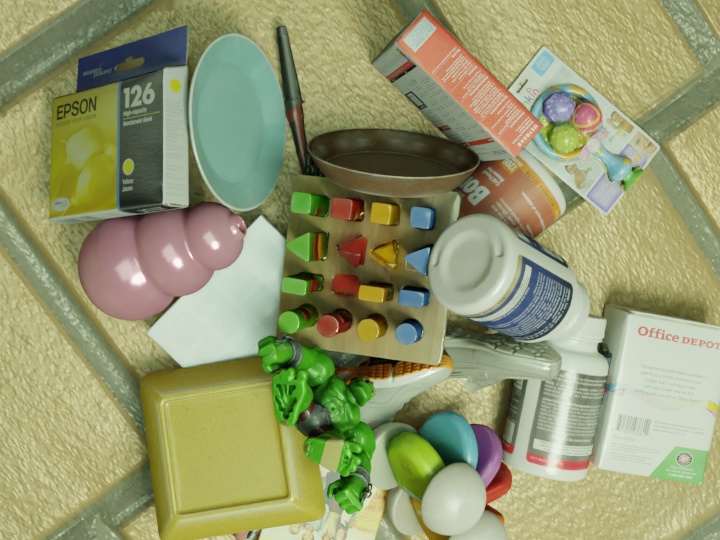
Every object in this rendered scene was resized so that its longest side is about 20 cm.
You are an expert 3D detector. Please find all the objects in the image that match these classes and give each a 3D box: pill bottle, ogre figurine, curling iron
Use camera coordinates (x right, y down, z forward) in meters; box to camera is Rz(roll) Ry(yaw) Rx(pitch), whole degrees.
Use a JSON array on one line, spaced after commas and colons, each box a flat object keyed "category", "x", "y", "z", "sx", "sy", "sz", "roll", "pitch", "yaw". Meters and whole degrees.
[{"category": "pill bottle", "x": 0.140, "y": -0.052, "z": 1.180, "sx": 0.200, "sy": 0.112, "sz": 0.112, "roll": -40, "pitch": 98, "yaw": -2}, {"category": "pill bottle", "x": 0.175, "y": 0.019, "z": 1.098, "sx": 0.200, "sy": 0.111, "sz": 0.111, "roll": 24, "pitch": 92, "yaw": -45}, {"category": "ogre figurine", "x": -0.040, "y": 0.156, "z": 1.079, "sx": 0.200, "sy": 0.120, "sz": 0.098, "roll": 42, "pitch": 108, "yaw": 6}, {"category": "pill bottle", "x": 0.245, "y": 0.149, "z": 1.209, "sx": 0.110, "sy": 0.111, "sz": 0.201, "roll": 10, "pitch": 94, "yaw": -7}, {"category": "curling iron", "x": -0.071, "y": -0.198, "z": 1.185, "sx": 0.049, "sy": 0.026, "sz": 0.201, "roll": -12, "pitch": 93, "yaw": 32}]

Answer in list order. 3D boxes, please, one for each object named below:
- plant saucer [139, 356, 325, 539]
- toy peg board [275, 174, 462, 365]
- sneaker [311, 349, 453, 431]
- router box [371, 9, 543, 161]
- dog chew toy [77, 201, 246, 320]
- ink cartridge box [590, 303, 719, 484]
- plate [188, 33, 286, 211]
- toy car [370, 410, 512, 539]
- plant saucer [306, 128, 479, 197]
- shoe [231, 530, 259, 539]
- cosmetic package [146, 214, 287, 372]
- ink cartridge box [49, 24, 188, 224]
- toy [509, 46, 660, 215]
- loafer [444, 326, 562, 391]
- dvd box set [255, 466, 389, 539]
[{"category": "plant saucer", "x": -0.153, "y": 0.205, "z": 1.127, "sx": 0.199, "sy": 0.048, "sz": 0.201, "roll": -9, "pitch": 84, "yaw": 1}, {"category": "toy peg board", "x": 0.000, "y": 0.000, "z": 1.098, "sx": 0.198, "sy": 0.098, "sz": 0.201, "roll": 7, "pitch": 94, "yaw": 12}, {"category": "sneaker", "x": 0.029, "y": 0.153, "z": 1.194, "sx": 0.199, "sy": 0.076, "sz": 0.092, "roll": -20, "pitch": 115, "yaw": 22}, {"category": "router box", "x": 0.104, "y": -0.204, "z": 1.121, "sx": 0.179, "sy": 0.200, "sz": 0.049, "roll": 42, "pitch": 89, "yaw": -9}, {"category": "dog chew toy", "x": -0.222, "y": -0.019, "z": 1.118, "sx": 0.199, "sy": 0.125, "sz": 0.125, "roll": -19, "pitch": 97, "yaw": 17}, {"category": "ink cartridge box", "x": 0.371, "y": 0.154, "z": 1.236, "sx": 0.145, "sy": 0.088, "sz": 0.201, "roll": 10, "pitch": 95, "yaw": -8}, {"category": "plate", "x": -0.144, "y": -0.168, "z": 1.115, "sx": 0.025, "sy": 0.200, "sz": 0.201, "roll": 1, "pitch": 95, "yaw": 25}, {"category": "toy car", "x": 0.110, "y": 0.250, "z": 1.158, "sx": 0.150, "sy": 0.175, "sz": 0.200, "roll": -39, "pitch": 124, "yaw": -19}, {"category": "plant saucer", "x": 0.037, "y": -0.123, "z": 1.127, "sx": 0.199, "sy": 0.200, "sz": 0.035, "roll": 2, "pitch": 112, "yaw": -7}, {"category": "shoe", "x": -0.115, "y": 0.232, "z": 1.183, "sx": 0.091, "sy": 0.071, "sz": 0.200, "roll": 37, "pitch": 95, "yaw": 18}, {"category": "cosmetic package", "x": -0.136, "y": 0.054, "z": 1.189, "sx": 0.151, "sy": 0.052, "sz": 0.200, "roll": 45, "pitch": 89, "yaw": -6}, {"category": "ink cartridge box", "x": -0.271, "y": -0.160, "z": 1.085, "sx": 0.197, "sy": 0.047, "sz": 0.201, "roll": -5, "pitch": 86, "yaw": 38}, {"category": "toy", "x": 0.274, "y": -0.175, "z": 1.218, "sx": 0.200, "sy": 0.047, "sz": 0.115, "roll": 39, "pitch": 88, "yaw": -8}, {"category": "loafer", "x": 0.148, "y": 0.112, "z": 1.182, "sx": 0.199, "sy": 0.070, "sz": 0.070, "roll": 7, "pitch": 108, "yaw": 34}, {"category": "dvd box set", "x": -0.050, "y": 0.316, "z": 1.231, "sx": 0.146, "sy": 0.029, "sz": 0.201, "roll": 17, "pitch": 92, "yaw": -8}]
